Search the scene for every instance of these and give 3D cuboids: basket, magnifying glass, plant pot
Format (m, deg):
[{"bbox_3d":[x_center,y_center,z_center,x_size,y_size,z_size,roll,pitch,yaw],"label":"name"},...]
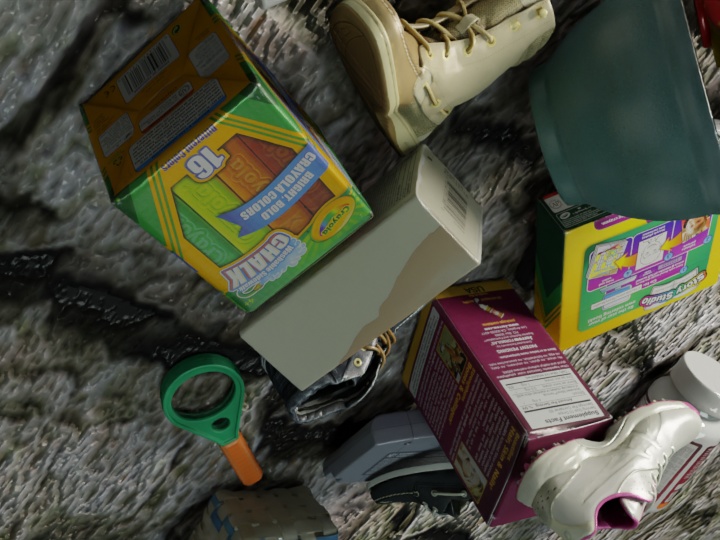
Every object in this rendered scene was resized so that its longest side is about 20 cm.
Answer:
[{"bbox_3d":[-0.117,0.342,1.027,0.174,0.139,0.203,2,118,-33],"label":"basket"},{"bbox_3d":[-0.137,0.152,0.934,0.079,0.022,0.202,-26,135,-8],"label":"magnifying glass"},{"bbox_3d":[0.217,-0.129,0.782,0.132,0.203,0.201,-14,142,22],"label":"plant pot"}]

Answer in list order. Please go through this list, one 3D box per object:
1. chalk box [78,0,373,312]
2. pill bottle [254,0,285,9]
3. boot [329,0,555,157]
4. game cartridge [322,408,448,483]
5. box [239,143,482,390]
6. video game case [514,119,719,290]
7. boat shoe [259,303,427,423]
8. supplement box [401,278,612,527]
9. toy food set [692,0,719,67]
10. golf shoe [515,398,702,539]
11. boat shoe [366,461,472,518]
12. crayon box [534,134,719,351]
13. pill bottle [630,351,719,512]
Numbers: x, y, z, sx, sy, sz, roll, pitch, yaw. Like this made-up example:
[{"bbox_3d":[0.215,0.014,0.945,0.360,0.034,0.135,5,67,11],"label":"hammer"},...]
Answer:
[{"bbox_3d":[-0.083,-0.067,0.689,0.124,0.125,0.200,-38,137,7],"label":"chalk box"},{"bbox_3d":[0.010,-0.243,0.599,0.198,0.105,0.105,-28,137,-5],"label":"pill bottle"},{"bbox_3d":[0.065,-0.172,0.688,0.154,0.073,0.200,-35,160,1],"label":"boot"},{"bbox_3d":[0.072,0.192,1.050,0.197,0.041,0.133,4,150,-33],"label":"game cartridge"},{"bbox_3d":[0.000,0.000,0.774,0.199,0.095,0.078,-37,111,28],"label":"box"},{"bbox_3d":[0.268,-0.066,0.968,0.178,0.026,0.202,-2,129,-29],"label":"video game case"},{"bbox_3d":[0.006,0.064,0.884,0.198,0.091,0.071,-31,138,-2],"label":"boat shoe"},{"bbox_3d":[0.135,0.123,0.933,0.102,0.201,0.132,-6,133,-25],"label":"supplement box"},{"bbox_3d":[0.303,-0.186,0.772,0.048,0.200,0.201,-12,133,22],"label":"toy food set"},{"bbox_3d":[0.233,0.180,0.830,0.198,0.092,0.076,-20,136,-22],"label":"golf shoe"},{"bbox_3d":[0.098,0.234,1.019,0.198,0.061,0.075,-19,161,27],"label":"boat shoe"},{"bbox_3d":[0.271,-0.026,0.946,0.197,0.059,0.174,-21,138,-11],"label":"crayon box"},{"bbox_3d":[0.403,0.210,1.235,0.108,0.110,0.202,7,124,-34],"label":"pill bottle"}]
